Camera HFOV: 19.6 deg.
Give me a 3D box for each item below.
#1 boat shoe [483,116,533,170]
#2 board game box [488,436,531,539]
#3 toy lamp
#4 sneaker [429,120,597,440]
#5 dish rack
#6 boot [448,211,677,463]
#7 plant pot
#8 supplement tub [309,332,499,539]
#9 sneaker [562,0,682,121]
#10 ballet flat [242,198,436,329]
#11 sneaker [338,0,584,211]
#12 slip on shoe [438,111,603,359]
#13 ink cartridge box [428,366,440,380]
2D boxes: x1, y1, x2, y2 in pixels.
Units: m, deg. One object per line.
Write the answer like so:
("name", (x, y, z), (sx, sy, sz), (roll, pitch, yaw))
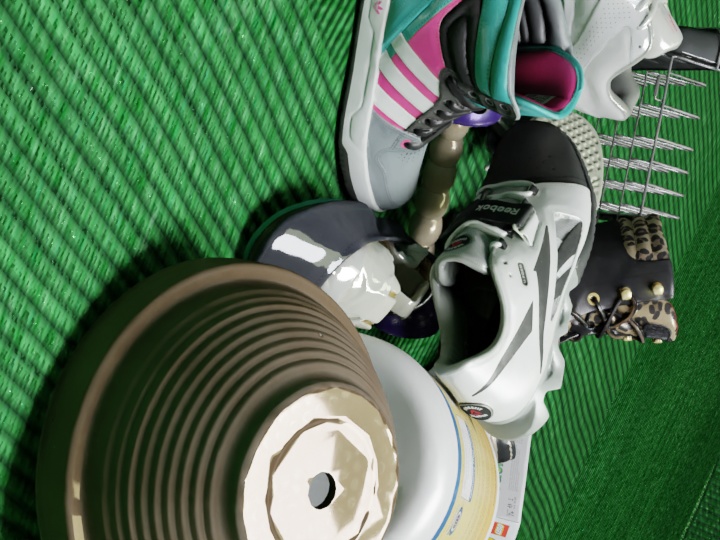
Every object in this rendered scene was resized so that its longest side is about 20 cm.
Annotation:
("boat shoe", (0.103, -0.098, 1.410), (0.062, 0.073, 0.200), (-32, 160, -4))
("board game box", (0.092, 0.150, 1.492), (0.200, 0.034, 0.127), (-77, -178, -52))
("toy lamp", (0.048, -0.054, 1.290), (0.058, 0.058, 0.201), (-38, 145, -56))
("sneaker", (0.084, -0.011, 1.214), (0.088, 0.074, 0.201), (37, 51, -44))
("dish rack", (0.192, -0.084, 1.524), (0.153, 0.054, 0.201), (12, -91, 67))
("boot", (0.135, 0.038, 1.391), (0.073, 0.150, 0.201), (84, 4, -47))
("plant pot", (-0.048, 0.098, 0.999), (0.200, 0.092, 0.202), (-8, 102, -41))
("supplement tub", (0.003, 0.122, 1.231), (0.145, 0.144, 0.200), (-65, 162, -6))
("sneaker", (0.180, -0.192, 1.431), (0.078, 0.099, 0.201), (-46, 153, -47))
("ballet flat", (0.000, 0.000, 1.188), (0.073, 0.073, 0.200), (-69, 162, 5))
("sneaker", (0.061, -0.100, 1.166), (0.084, 0.120, 0.201), (-48, 155, -43))
("slip on shoe", (0.097, -0.012, 1.322), (0.201, 0.074, 0.061), (-70, -166, -15))
("ink cartridge box", (0.049, 0.161, 1.572), (0.176, 0.045, 0.201), (-39, 147, -54))
